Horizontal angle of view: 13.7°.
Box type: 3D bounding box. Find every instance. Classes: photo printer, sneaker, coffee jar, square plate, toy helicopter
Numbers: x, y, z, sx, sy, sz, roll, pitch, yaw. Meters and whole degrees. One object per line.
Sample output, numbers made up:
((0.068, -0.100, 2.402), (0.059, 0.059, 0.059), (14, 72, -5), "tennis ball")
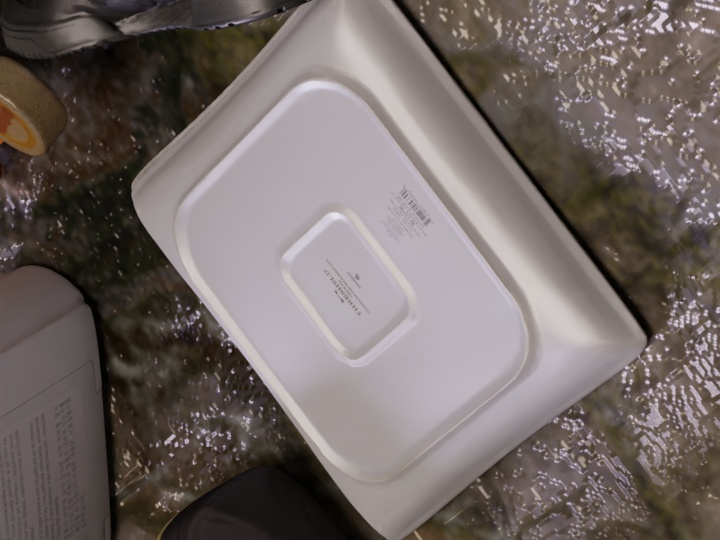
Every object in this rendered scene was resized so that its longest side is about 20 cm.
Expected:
((-0.203, 0.110, 1.379), (0.069, 0.200, 0.167), (19, 126, 32), "photo printer")
((-0.081, -0.150, 1.230), (0.199, 0.060, 0.105), (-5, 108, 40), "sneaker")
((-0.074, 0.174, 1.385), (0.104, 0.085, 0.200), (49, 135, 6), "coffee jar")
((0.000, 0.000, 1.262), (0.200, 0.028, 0.198), (53, 137, 4), "square plate")
((-0.191, -0.073, 1.348), (0.200, 0.079, 0.132), (13, 145, 50), "toy helicopter")
